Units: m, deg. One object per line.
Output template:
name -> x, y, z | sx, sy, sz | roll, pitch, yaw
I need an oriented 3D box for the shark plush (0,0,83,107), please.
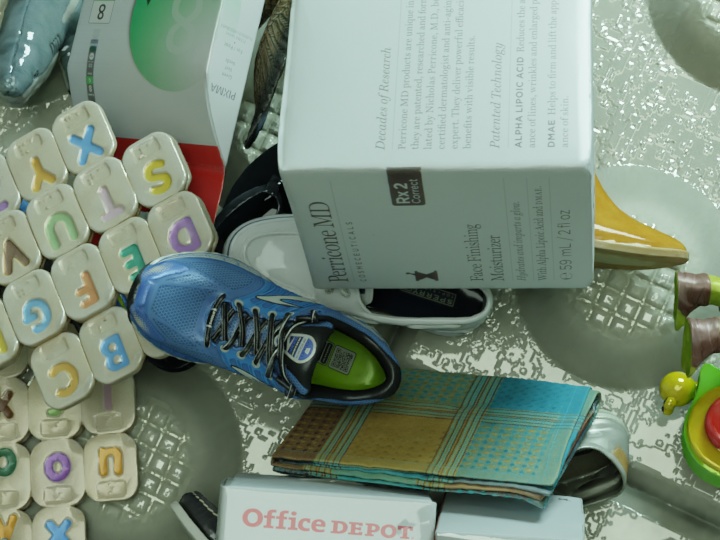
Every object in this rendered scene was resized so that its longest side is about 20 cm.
shark plush -> -0.232, -0.215, 1.461 | 0.090, 0.083, 0.201 | 20, 80, 9

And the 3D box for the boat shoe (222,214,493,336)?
boat shoe -> 0.000, 0.000, 1.380 | 0.198, 0.065, 0.074 | 9, 84, -5

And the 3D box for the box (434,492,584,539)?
box -> 0.095, 0.258, 1.272 | 0.097, 0.124, 0.202 | 3, 96, 6

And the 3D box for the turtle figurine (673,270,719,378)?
turtle figurine -> 0.302, 0.040, 1.335 | 0.160, 0.065, 0.201 | -2, 54, -2

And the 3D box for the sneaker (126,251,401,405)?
sneaker -> -0.058, 0.040, 1.287 | 0.199, 0.089, 0.079 | 17, 87, -18

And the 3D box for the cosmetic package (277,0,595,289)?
cosmetic package -> 0.057, -0.096, 1.294 | 0.198, 0.165, 0.166 | -1, 61, 8

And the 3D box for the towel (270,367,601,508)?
towel -> 0.054, 0.110, 1.324 | 0.198, 0.147, 0.022 | 4, 116, 21

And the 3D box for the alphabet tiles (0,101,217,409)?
alphabet tiles -> -0.202, -0.012, 1.352 | 0.199, 0.015, 0.197 | -27, 72, 9

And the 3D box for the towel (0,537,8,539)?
towel -> -0.252, 0.314, 1.356 | 0.171, 0.048, 0.200 | -38, 81, -1

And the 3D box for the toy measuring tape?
toy measuring tape -> 0.289, 0.136, 1.337 | 0.199, 0.074, 0.074 | 33, 82, 16

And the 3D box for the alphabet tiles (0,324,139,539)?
alphabet tiles -> -0.261, 0.129, 1.419 | 0.198, 0.015, 0.197 | -6, 77, 4

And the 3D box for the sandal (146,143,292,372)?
sandal -> -0.090, -0.010, 1.421 | 0.076, 0.043, 0.201 | 34, 82, 11

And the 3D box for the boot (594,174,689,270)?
boot -> 0.149, -0.082, 1.403 | 0.199, 0.071, 0.145 | 9, 78, 11

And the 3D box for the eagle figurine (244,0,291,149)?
eagle figurine -> -0.049, -0.203, 1.423 | 0.199, 0.152, 0.152 | -34, 97, -8

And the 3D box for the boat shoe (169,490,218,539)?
boat shoe -> -0.048, 0.217, 1.350 | 0.200, 0.074, 0.060 | 42, 83, 10

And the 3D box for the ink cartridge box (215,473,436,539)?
ink cartridge box -> -0.029, 0.240, 1.274 | 0.144, 0.083, 0.202 | 4, 87, -1

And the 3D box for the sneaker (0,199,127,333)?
sneaker -> -0.234, 0.012, 1.412 | 0.199, 0.071, 0.083 | 40, 85, 25

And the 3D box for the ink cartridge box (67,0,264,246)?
ink cartridge box -> -0.156, -0.115, 1.399 | 0.160, 0.050, 0.202 | 8, 81, 44

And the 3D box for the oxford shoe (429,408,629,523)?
oxford shoe -> 0.098, 0.154, 1.348 | 0.198, 0.076, 0.058 | -18, 40, -2
